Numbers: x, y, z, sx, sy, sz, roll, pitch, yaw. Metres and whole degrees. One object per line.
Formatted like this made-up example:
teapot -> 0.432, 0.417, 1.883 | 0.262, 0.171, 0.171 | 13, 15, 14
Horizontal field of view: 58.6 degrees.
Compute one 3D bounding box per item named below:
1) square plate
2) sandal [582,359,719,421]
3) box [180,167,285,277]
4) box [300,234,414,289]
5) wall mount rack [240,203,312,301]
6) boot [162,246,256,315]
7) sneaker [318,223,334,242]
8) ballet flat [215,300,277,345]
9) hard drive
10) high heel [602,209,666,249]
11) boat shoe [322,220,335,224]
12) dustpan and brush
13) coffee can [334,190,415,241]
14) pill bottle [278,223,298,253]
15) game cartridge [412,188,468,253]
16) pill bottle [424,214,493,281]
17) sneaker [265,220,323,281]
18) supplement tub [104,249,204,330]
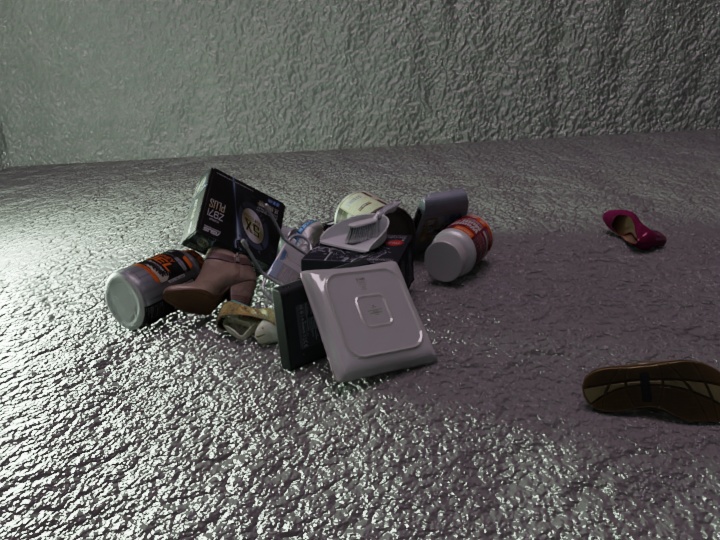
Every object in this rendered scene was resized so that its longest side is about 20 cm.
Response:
square plate -> 0.017, 0.072, 1.059 | 0.196, 0.029, 0.201 | -6, 62, -31
sandal -> 0.413, 0.165, 0.900 | 0.195, 0.083, 0.054 | -2, -3, 18
box -> -0.280, -0.105, 1.432 | 0.197, 0.167, 0.085 | 26, -33, -31
box -> 0.000, 0.000, 1.309 | 0.195, 0.107, 0.182 | 2, 21, 14
wall mount rack -> -0.170, -0.039, 1.394 | 0.172, 0.075, 0.202 | 33, 48, -9
boot -> -0.306, 0.015, 1.317 | 0.196, 0.070, 0.149 | 16, 45, -31
sneaker -> -0.077, -0.057, 1.566 | 0.074, 0.090, 0.201 | -4, 21, -7
ballet flat -> -0.190, 0.103, 1.186 | 0.196, 0.072, 0.070 | 9, 23, 31
hard drive -> -0.056, 0.074, 1.112 | 0.197, 0.143, 0.033 | -19, 20, -37
high heel -> 0.659, -0.109, 1.603 | 0.094, 0.069, 0.200 | -1, 20, -26
boat shoe -> -0.073, -0.106, 1.745 | 0.196, 0.071, 0.066 | -18, 24, -17
dustpan and brush -> 0.023, -0.099, 1.332 | 0.137, 0.059, 0.198 | 13, 24, 38
coffee can -> 0.033, -0.107, 1.596 | 0.143, 0.150, 0.200 | -10, 20, -18
pill bottle -> -0.246, -0.071, 1.595 | 0.196, 0.115, 0.112 | 6, 21, 25
game cartridge -> 0.189, -0.115, 1.559 | 0.130, 0.202, 0.042 | -7, 56, -15
pill bottle -> 0.224, -0.051, 1.461 | 0.107, 0.112, 0.199 | 7, 22, 28
sneaker -> -0.131, -0.035, 1.506 | 0.085, 0.076, 0.201 | 19, 55, 24
supplement tub -> -0.412, 0.031, 1.322 | 0.120, 0.126, 0.199 | 7, 22, 28
